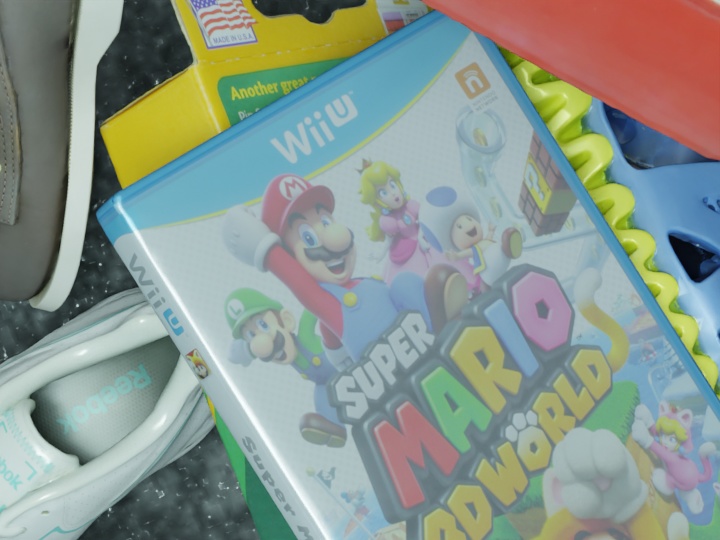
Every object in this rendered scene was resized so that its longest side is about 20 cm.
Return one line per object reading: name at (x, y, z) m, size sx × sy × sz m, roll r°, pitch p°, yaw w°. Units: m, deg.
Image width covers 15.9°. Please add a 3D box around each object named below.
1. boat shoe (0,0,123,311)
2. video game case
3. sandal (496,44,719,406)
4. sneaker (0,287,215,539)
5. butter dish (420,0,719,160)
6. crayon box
boat shoe at (-0.108, -0.058, 0.769) m, size 0.059 × 0.201 × 0.072 m, roll -3°, pitch 55°, yaw -14°
video game case at (0.032, 0.034, 0.749) m, size 0.143 × 0.018 × 0.201 m, roll -32°, pitch 89°, yaw -32°
sandal at (0.103, -0.023, 0.840) m, size 0.087 × 0.079 × 0.201 m, roll -24°, pitch 85°, yaw -12°
sneaker at (-0.123, 0.070, 0.802) m, size 0.200 × 0.080 × 0.071 m, roll -41°, pitch 88°, yaw -9°
butter dish at (0.078, -0.141, 0.780) m, size 0.198 × 0.148 × 0.201 m, roll 27°, pitch 79°, yaw -12°
crayon box at (0.000, 0.000, 0.805) m, size 0.125 × 0.051 × 0.201 m, roll -14°, pitch 80°, yaw -49°
